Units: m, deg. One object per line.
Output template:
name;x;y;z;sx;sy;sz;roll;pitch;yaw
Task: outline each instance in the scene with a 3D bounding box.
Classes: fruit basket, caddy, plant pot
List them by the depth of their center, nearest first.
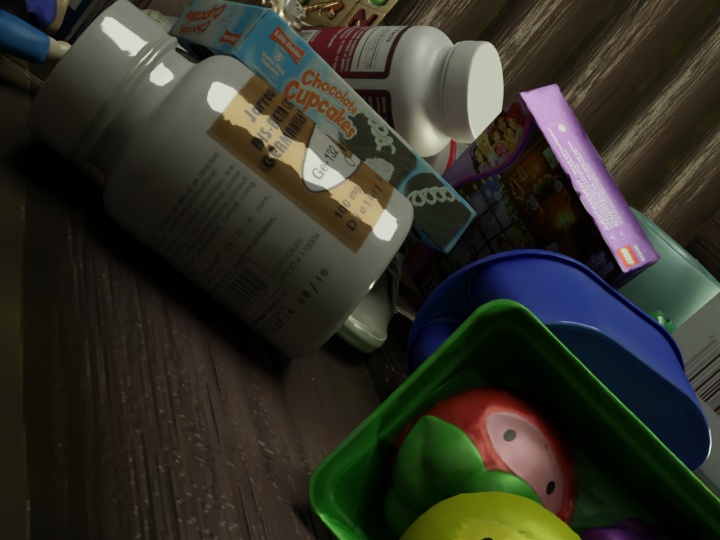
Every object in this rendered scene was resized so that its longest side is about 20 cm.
fruit basket;0.073;0.125;0.484;0.216;0.155;0.216;46;-2;2
caddy;0.123;0.075;0.727;0.200;0.141;0.105;35;19;-22
plant pot;0.264;0.036;1.157;0.200;0.161;0.201;38;15;-12

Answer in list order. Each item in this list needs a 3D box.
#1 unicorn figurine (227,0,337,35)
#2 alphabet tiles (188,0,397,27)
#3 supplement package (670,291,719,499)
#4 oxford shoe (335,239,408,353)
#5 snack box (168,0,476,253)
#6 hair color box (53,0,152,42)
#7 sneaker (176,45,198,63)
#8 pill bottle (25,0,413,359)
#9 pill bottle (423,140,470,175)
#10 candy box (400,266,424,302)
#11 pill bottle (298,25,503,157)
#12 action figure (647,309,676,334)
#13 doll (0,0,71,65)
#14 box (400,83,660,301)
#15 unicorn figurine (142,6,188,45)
unicorn figurine;-0.089;-0.234;0.925;0.138;0.074;0.200;55;15;-20
alphabet tiles;-0.062;-0.237;1.039;0.166;0.200;0.006;14;50;-33
supplement package;0.269;0.122;0.871;0.117;0.117;0.200;47;-9;24
oxford shoe;0.000;0.000;0.803;0.075;0.058;0.200;41;16;-7
snack box;-0.024;-0.093;0.738;0.200;0.037;0.116;41;-7;-31
hair color box;-0.200;-0.245;0.921;0.060;0.100;0.200;39;15;-8
sneaker;-0.099;-0.083;0.763;0.200;0.070;0.090;39;11;-13
pill bottle;-0.078;-0.053;0.643;0.200;0.114;0.114;38;15;-8
pill bottle;0.084;-0.100;1.196;0.111;0.111;0.200;49;16;30
candy box;0.067;-0.012;1.006;0.200;0.055;0.115;39;16;-4
pill bottle;0.017;-0.156;1.009;0.199;0.114;0.113;6;-2;27
action figure;0.204;0.069;0.923;0.117;0.055;0.200;4;-18;-3
doll;-0.235;-0.168;0.712;0.136;0.049;0.200;38;14;-7
box;0.105;-0.018;0.813;0.039;0.200;0.137;-18;73;-33
unicorn figurine;-0.127;-0.164;0.897;0.137;0.074;0.200;50;16;21
